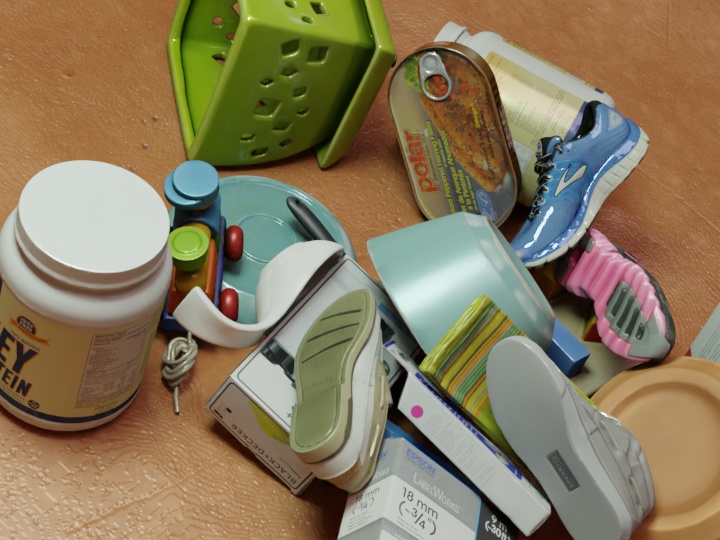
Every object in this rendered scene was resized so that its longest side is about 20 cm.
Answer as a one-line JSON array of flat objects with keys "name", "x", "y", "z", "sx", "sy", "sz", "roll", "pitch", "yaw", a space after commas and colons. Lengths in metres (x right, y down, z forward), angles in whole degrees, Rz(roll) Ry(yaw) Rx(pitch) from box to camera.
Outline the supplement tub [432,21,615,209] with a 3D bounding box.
[{"name": "supplement tub", "x": 0.153, "y": -0.162, "z": 1.755, "sx": 0.199, "sy": 0.145, "sz": 0.145, "roll": 29, "pitch": 45, "yaw": 7}]

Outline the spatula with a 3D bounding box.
[{"name": "spatula", "x": 0.000, "y": 0.000, "z": 1.599, "sx": 0.200, "sy": 0.021, "sz": 0.056, "roll": 42, "pitch": 29, "yaw": 6}]

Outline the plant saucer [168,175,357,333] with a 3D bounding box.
[{"name": "plant saucer", "x": -0.094, "y": -0.024, "z": 1.614, "sx": 0.198, "sy": 0.028, "sz": 0.201, "roll": 12, "pitch": 45, "yaw": -12}]

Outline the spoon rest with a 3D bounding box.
[{"name": "spoon rest", "x": -0.080, "y": 0.025, "z": 1.473, "sx": 0.061, "sy": 0.099, "sz": 0.199, "roll": 51, "pitch": 35, "yaw": 11}]

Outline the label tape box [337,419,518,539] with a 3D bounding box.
[{"name": "label tape box", "x": 0.059, "y": 0.213, "z": 1.390, "sx": 0.144, "sy": 0.063, "sz": 0.201, "roll": 38, "pitch": 41, "yaw": -22}]

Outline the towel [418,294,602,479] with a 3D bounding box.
[{"name": "towel", "x": 0.141, "y": 0.112, "z": 1.449, "sx": 0.200, "sy": 0.086, "sz": 0.018, "roll": 43, "pitch": -5, "yaw": -27}]

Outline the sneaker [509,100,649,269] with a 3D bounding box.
[{"name": "sneaker", "x": 0.193, "y": -0.083, "z": 1.638, "sx": 0.089, "sy": 0.078, "sz": 0.201, "roll": 41, "pitch": 75, "yaw": -12}]

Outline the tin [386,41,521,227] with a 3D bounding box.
[{"name": "tin", "x": 0.095, "y": -0.133, "z": 1.684, "sx": 0.111, "sy": 0.202, "sz": 0.042, "roll": -11, "pitch": 19, "yaw": 19}]

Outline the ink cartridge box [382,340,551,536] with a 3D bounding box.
[{"name": "ink cartridge box", "x": 0.085, "y": 0.142, "z": 1.439, "sx": 0.200, "sy": 0.037, "sz": 0.095, "roll": 47, "pitch": 5, "yaw": 4}]

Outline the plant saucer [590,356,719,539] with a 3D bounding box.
[{"name": "plant saucer", "x": 0.277, "y": 0.165, "z": 1.492, "sx": 0.198, "sy": 0.037, "sz": 0.202, "roll": -12, "pitch": 58, "yaw": 19}]

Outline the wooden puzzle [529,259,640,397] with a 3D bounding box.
[{"name": "wooden puzzle", "x": 0.189, "y": 0.041, "z": 1.650, "sx": 0.199, "sy": 0.046, "sz": 0.185, "roll": -25, "pitch": 62, "yaw": -37}]

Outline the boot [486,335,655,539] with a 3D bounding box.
[{"name": "boot", "x": 0.182, "y": 0.139, "z": 1.429, "sx": 0.095, "sy": 0.073, "sz": 0.201, "roll": -26, "pitch": 89, "yaw": -56}]

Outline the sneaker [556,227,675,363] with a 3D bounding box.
[{"name": "sneaker", "x": 0.265, "y": 0.028, "z": 1.598, "sx": 0.095, "sy": 0.079, "sz": 0.200, "roll": 24, "pitch": 21, "yaw": -27}]

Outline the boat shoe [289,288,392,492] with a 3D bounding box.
[{"name": "boat shoe", "x": -0.013, "y": 0.102, "z": 1.413, "sx": 0.069, "sy": 0.074, "sz": 0.201, "roll": 52, "pitch": 33, "yaw": -30}]

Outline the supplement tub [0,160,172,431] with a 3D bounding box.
[{"name": "supplement tub", "x": -0.237, "y": 0.022, "z": 1.391, "sx": 0.144, "sy": 0.201, "sz": 0.146, "roll": 11, "pitch": 45, "yaw": -11}]

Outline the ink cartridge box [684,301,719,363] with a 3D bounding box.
[{"name": "ink cartridge box", "x": 0.410, "y": 0.142, "z": 1.571, "sx": 0.143, "sy": 0.146, "sz": 0.201, "roll": -5, "pitch": 51, "yaw": -28}]

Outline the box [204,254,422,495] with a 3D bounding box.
[{"name": "box", "x": -0.034, "y": 0.090, "z": 1.490, "sx": 0.117, "sy": 0.060, "sz": 0.200, "roll": 44, "pitch": 47, "yaw": 1}]

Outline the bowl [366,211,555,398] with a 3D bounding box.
[{"name": "bowl", "x": 0.103, "y": 0.027, "z": 1.511, "sx": 0.105, "sy": 0.201, "sz": 0.202, "roll": -35, "pitch": 58, "yaw": 8}]

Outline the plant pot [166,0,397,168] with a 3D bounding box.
[{"name": "plant pot", "x": -0.078, "y": -0.231, "z": 1.699, "sx": 0.180, "sy": 0.200, "sz": 0.201, "roll": 7, "pitch": 46, "yaw": -23}]

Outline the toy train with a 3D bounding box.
[{"name": "toy train", "x": -0.151, "y": 0.010, "z": 1.475, "sx": 0.084, "sy": 0.116, "sz": 0.202, "roll": 3, "pitch": 55, "yaw": -1}]
